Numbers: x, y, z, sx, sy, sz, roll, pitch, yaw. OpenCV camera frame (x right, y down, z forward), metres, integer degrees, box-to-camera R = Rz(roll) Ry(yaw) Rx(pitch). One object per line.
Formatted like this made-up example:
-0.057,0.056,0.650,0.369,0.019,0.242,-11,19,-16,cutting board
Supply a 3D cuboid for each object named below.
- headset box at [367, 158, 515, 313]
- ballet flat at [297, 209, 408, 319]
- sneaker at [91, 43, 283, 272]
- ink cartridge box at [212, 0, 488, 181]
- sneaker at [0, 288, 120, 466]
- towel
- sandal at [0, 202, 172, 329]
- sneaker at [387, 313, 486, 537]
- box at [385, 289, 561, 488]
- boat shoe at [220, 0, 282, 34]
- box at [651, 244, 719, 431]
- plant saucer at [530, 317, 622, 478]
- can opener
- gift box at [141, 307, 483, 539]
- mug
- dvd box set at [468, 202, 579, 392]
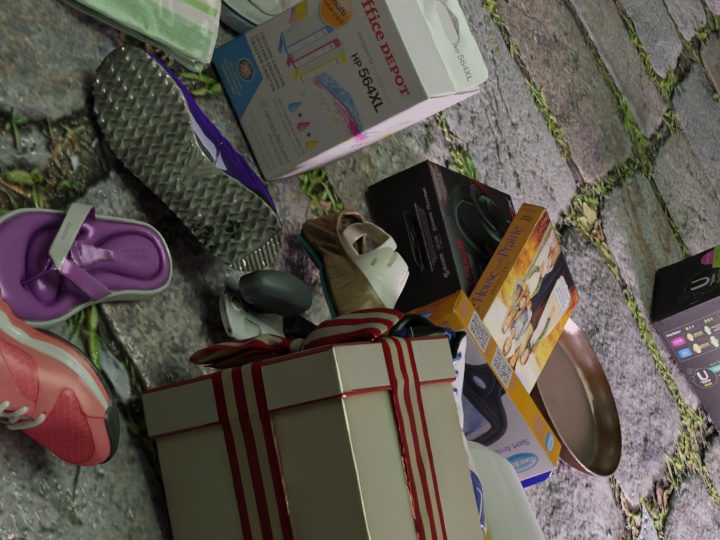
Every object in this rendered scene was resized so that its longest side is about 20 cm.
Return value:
0.092,-0.015,1.520,0.200,0.077,0.149,18,53,-57,headset box
0.000,0.000,1.271,0.068,0.072,0.200,56,4,-26,ballet flat
-0.132,-0.085,1.197,0.200,0.069,0.100,53,8,-3,sneaker
-0.002,-0.181,1.347,0.125,0.200,0.129,-23,88,-63,ink cartridge box
-0.230,0.061,0.914,0.200,0.074,0.087,49,45,-22,sneaker
-0.168,-0.278,1.250,0.152,0.023,0.201,25,63,-36,towel
-0.187,-0.012,1.047,0.203,0.050,0.083,-16,83,-62,sandal
0.046,0.108,1.196,0.200,0.080,0.115,-101,-171,-45,sneaker
0.087,0.125,1.351,0.200,0.119,0.041,57,29,-15,box
-0.122,-0.286,1.359,0.200,0.070,0.071,46,33,-33,boat shoe
0.503,0.088,2.116,0.200,0.124,0.149,55,28,-18,box
0.225,0.135,1.686,0.200,0.032,0.201,42,35,-39,plant saucer
-0.039,0.056,1.238,0.200,0.067,0.053,34,42,-46,can opener
-0.030,0.132,1.085,0.200,0.184,0.187,0,78,-64,gift box
0.074,0.214,1.241,0.187,0.149,0.153,46,24,-45,mug
0.141,0.057,1.463,0.200,0.029,0.146,-58,143,-27,dvd box set
